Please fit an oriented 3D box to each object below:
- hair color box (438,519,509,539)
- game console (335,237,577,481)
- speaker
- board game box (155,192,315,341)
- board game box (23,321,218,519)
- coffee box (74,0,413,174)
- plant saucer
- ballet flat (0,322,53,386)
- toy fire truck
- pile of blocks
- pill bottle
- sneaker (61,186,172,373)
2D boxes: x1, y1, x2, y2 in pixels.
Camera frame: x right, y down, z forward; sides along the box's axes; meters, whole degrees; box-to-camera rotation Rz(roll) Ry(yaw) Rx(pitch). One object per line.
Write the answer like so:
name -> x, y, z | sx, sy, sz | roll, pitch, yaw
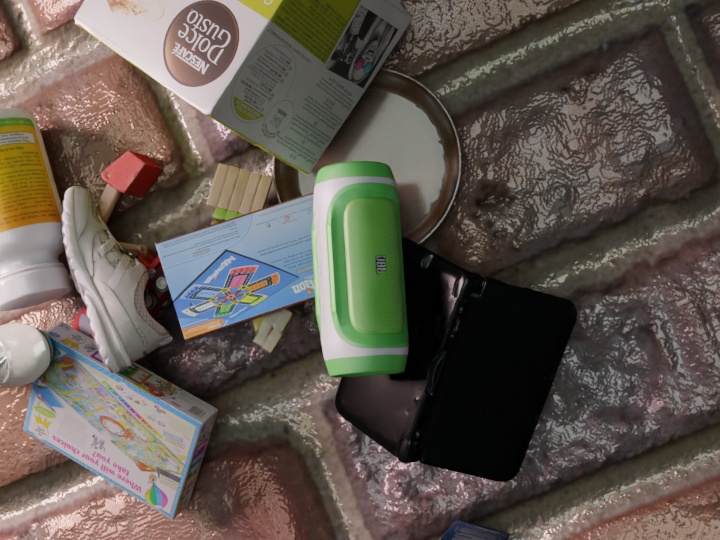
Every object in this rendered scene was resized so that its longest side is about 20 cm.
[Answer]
hair color box -> 0.090, 0.302, 1.058 | 0.060, 0.200, 0.101 | 13, 91, 13
game console -> 0.091, 0.089, 1.144 | 0.176, 0.116, 0.201 | 30, 108, 42
speaker -> 0.000, 0.000, 1.098 | 0.088, 0.088, 0.201 | -6, 82, 13
board game box -> -0.096, -0.009, 1.146 | 0.199, 0.019, 0.103 | -18, 83, -6
board game box -> -0.258, 0.159, 1.203 | 0.199, 0.034, 0.135 | 28, 119, 12
coffee box -> -0.110, -0.245, 1.107 | 0.199, 0.200, 0.198 | 36, 96, 26
plant saucer -> 0.008, -0.108, 1.179 | 0.199, 0.032, 0.201 | -1, 87, 13
ballet flat -> -0.405, 0.095, 1.209 | 0.199, 0.069, 0.070 | -3, 87, 42
toy fire truck -> -0.258, -0.012, 1.228 | 0.141, 0.049, 0.200 | 42, 98, 12
pile of blocks -> -0.120, -0.009, 1.186 | 0.082, 0.062, 0.201 | -9, 81, -4
pill bottle -> -0.380, -0.063, 1.226 | 0.111, 0.111, 0.201 | -19, 84, 12
sneaker -> -0.255, 0.004, 1.178 | 0.082, 0.075, 0.201 | -18, 79, -15
